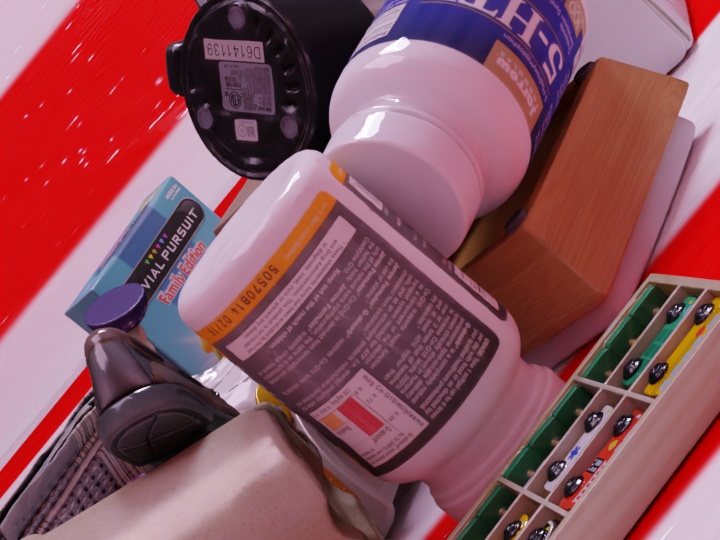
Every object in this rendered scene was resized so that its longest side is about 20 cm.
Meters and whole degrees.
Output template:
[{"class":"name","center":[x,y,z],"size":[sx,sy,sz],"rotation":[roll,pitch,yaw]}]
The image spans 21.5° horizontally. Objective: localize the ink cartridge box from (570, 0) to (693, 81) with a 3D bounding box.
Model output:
[{"class":"ink cartridge box","center":[0.163,-0.171,1.398],"size":[0.145,0.087,0.200],"rotation":[-46,13,21]}]

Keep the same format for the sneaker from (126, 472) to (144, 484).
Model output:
[{"class":"sneaker","center":[-0.127,0.232,1.320],"size":[0.074,0.100,0.201],"rotation":[-9,39,5]}]

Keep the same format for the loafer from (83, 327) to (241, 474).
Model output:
[{"class":"loafer","center":[-0.106,0.082,1.082],"size":[0.072,0.063,0.200],"rotation":[-29,-21,0]}]

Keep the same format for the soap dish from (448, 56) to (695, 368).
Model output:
[{"class":"soap dish","center":[0.110,-0.025,1.136],"size":[0.157,0.081,0.200],"rotation":[-40,16,45]}]

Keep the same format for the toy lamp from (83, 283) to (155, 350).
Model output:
[{"class":"toy lamp","center":[-0.147,0.105,1.463],"size":[0.058,0.201,0.058],"rotation":[-21,27,11]}]

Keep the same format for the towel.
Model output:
[{"class":"towel","center":[-0.184,0.199,1.377],"size":[0.034,0.200,0.193],"rotation":[13,56,38]}]

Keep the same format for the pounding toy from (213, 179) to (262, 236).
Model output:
[{"class":"pounding toy","center":[-0.003,-0.049,1.405],"size":[0.200,0.184,0.142],"rotation":[-38,16,48]}]

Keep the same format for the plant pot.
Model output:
[{"class":"plant pot","center":[-0.079,0.178,1.015],"size":[0.183,0.201,0.200],"rotation":[-38,11,1]}]

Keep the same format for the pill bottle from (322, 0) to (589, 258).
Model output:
[{"class":"pill bottle","center":[0.050,-0.099,1.089],"size":[0.120,0.120,0.200],"rotation":[-40,16,45]}]

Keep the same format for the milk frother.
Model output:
[{"class":"milk frother","center":[-0.027,-0.184,1.219],"size":[0.188,0.180,0.201],"rotation":[-21,-50,-45]}]

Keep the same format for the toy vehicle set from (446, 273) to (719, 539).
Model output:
[{"class":"toy vehicle set","center":[0.109,0.089,0.898],"size":[0.200,0.026,0.124],"rotation":[-52,10,-7]}]

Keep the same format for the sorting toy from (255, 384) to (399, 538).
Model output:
[{"class":"sorting toy","center":[-0.028,0.127,1.227],"size":[0.200,0.106,0.181],"rotation":[-65,-2,-53]}]

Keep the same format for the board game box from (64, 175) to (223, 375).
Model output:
[{"class":"board game box","center":[-0.121,0.042,1.541],"size":[0.047,0.200,0.151],"rotation":[-37,17,43]}]

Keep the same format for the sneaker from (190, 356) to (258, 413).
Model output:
[{"class":"sneaker","center":[-0.063,0.080,1.308],"size":[0.200,0.074,0.087],"rotation":[-48,54,5]}]

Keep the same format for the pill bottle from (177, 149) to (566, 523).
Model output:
[{"class":"pill bottle","center":[0.012,0.039,0.999],"size":[0.116,0.200,0.116],"rotation":[-47,11,12]}]
